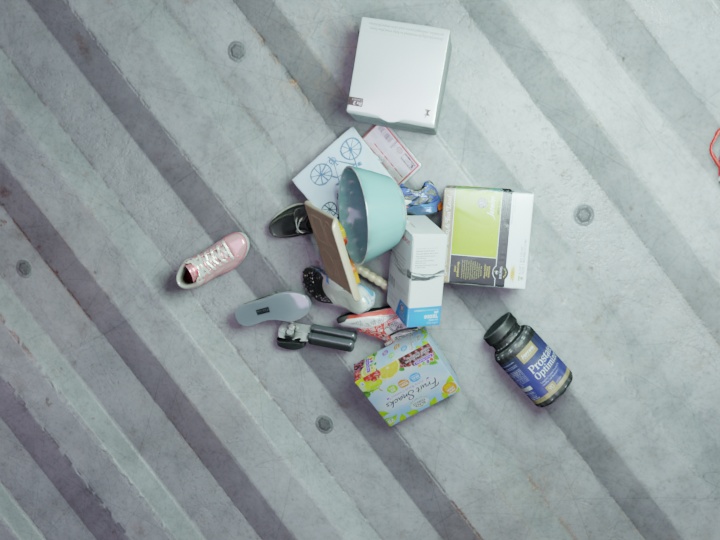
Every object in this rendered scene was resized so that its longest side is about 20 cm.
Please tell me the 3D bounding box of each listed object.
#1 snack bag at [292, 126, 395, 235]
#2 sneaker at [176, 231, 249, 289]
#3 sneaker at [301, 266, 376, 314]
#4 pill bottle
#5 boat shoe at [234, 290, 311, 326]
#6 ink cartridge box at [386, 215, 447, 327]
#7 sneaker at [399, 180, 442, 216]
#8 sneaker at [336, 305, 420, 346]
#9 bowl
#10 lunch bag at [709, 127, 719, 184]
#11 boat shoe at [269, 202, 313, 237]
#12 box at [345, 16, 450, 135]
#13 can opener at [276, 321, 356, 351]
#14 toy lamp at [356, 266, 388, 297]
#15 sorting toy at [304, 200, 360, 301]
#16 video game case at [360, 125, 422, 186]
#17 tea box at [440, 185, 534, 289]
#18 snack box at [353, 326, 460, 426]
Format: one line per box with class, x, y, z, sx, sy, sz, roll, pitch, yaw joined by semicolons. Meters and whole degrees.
snack bag;-0.027;-0.193;1.583;0.188;0.021;0.201;-40;77;-1
sneaker;-0.356;-0.017;1.682;0.198;0.105;0.076;-32;91;12
sneaker;-0.052;0.044;1.656;0.196;0.072;0.074;24;114;25
pill bottle;0.372;0.197;1.583;0.112;0.112;0.200;-43;90;14
boat shoe;-0.202;0.088;1.691;0.195;0.068;0.075;-17;100;19
ink cartridge box;0.120;-0.002;1.526;0.081;0.145;0.206;-3;111;-15
sneaker;0.086;-0.155;1.597;0.194;0.075;0.081;-12;97;0
sneaker;0.045;0.143;1.655;0.195;0.067;0.111;-10;95;9
bowl;0.030;-0.119;1.471;0.102;0.200;0.207;-7;99;-18
lunch bag;0.812;-0.260;1.449;0.171;0.082;0.206;2;98;14
boat shoe;-0.129;-0.117;1.639;0.195;0.068;0.074;-12;109;18
box;0.086;-0.413;1.516;0.193;0.131;0.206;11;95;7
can opener;-0.106;0.162;1.701;0.194;0.053;0.068;6;135;11
toy lamp;0.000;0.000;1.646;0.197;0.058;0.059;33;103;4
sorting toy;-0.056;-0.048;1.519;0.036;0.200;0.189;-23;115;-14
video game case;0.025;-0.227;1.623;0.199;0.017;0.144;-41;90;13
tea box;0.271;-0.077;1.544;0.191;0.134;0.206;5;100;8
snack box;0.108;0.247;1.630;0.197;0.068;0.170;-28;121;14
